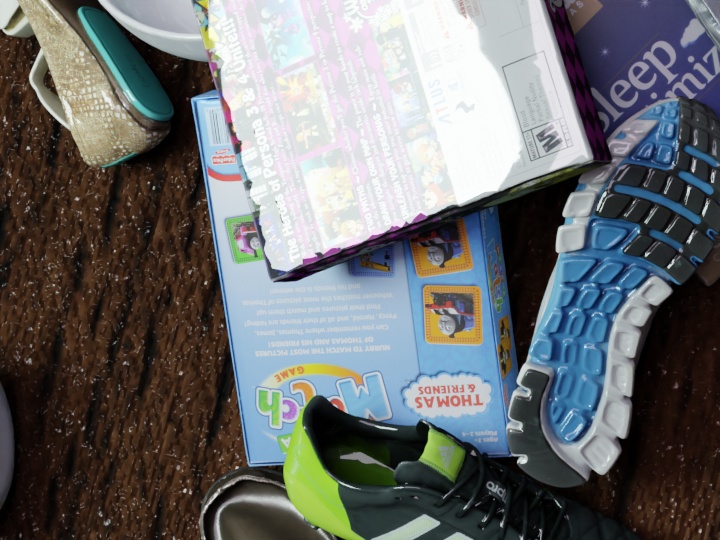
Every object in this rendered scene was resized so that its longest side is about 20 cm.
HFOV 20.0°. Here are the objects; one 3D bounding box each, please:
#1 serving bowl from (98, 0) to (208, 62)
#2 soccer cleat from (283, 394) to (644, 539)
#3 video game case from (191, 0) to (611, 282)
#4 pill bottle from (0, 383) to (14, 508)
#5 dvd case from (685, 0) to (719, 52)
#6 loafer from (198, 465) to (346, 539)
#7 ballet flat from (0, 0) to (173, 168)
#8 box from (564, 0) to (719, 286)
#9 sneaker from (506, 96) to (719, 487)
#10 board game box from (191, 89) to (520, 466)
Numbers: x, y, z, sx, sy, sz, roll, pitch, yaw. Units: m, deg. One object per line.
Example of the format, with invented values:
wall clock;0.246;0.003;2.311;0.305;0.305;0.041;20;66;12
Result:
serving bowl;-0.056;-0.193;1.141;0.198;0.066;0.201;-9;58;14
soccer cleat;0.054;0.120;1.020;0.199;0.081;0.068;17;51;12
video game case;0.010;-0.116;0.993;0.180;0.036;0.201;-21;81;24
pill bottle;-0.306;0.104;1.157;0.198;0.109;0.110;-8;76;19
dvd case;0.242;-0.158;0.999;0.199;0.016;0.149;-20;68;-24
loafer;-0.017;0.177;1.053;0.073;0.071;0.200;-46;68;5
ballet flat;-0.178;-0.143;1.190;0.065;0.070;0.201;-39;64;24
box;0.150;-0.105;1.029;0.200;0.032;0.121;46;105;1
sneaker;0.123;0.003;1.017;0.074;0.087;0.201;22;107;-1
board game box;0.000;0.000;1.063;0.150;0.037;0.202;-4;101;19
